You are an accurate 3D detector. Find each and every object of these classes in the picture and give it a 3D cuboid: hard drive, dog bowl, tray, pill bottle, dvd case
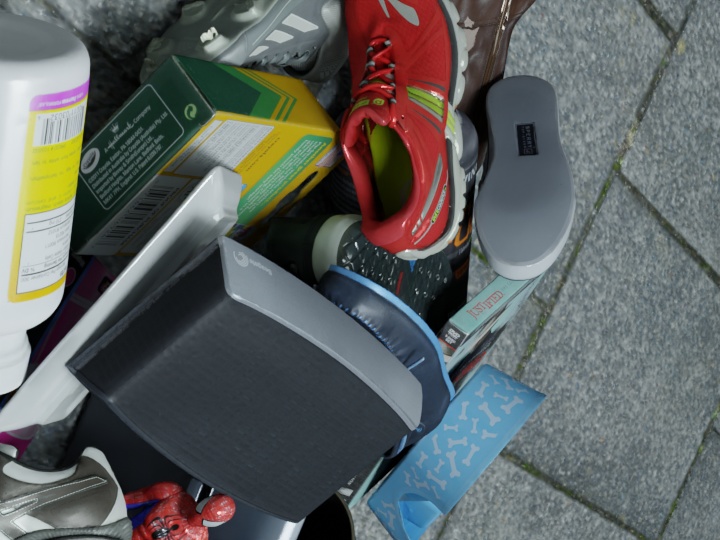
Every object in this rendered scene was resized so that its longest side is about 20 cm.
[{"bbox_3d":[-0.059,0.072,1.296,0.135,0.042,0.200,-40,134,13],"label":"hard drive"},{"bbox_3d":[0.063,0.131,1.574,0.111,0.050,0.200,-47,175,-28],"label":"dog bowl"},{"bbox_3d":[-0.135,0.022,1.300,0.200,0.022,0.107,-49,177,2],"label":"tray"},{"bbox_3d":[-0.210,-0.035,1.222,0.104,0.104,0.200,-19,126,-52],"label":"pill bottle"},{"bbox_3d":[0.056,0.078,1.593,0.146,0.022,0.200,-37,163,-53],"label":"dvd case"},{"bbox_3d":[0.029,-0.054,1.586,0.106,0.106,0.200,-34,136,-43],"label":"pill bottle"}]

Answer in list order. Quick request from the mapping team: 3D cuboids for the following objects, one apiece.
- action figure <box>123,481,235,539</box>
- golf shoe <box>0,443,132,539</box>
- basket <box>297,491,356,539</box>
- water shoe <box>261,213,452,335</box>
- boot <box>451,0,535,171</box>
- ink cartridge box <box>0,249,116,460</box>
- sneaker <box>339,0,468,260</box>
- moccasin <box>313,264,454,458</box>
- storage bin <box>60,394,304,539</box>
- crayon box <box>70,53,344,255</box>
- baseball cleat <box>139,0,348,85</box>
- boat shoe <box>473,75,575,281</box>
[{"bbox_3d":[-0.162,0.178,1.361,0.066,0.200,0.052,67,18,6],"label":"action figure"},{"bbox_3d":[-0.236,0.150,1.303,0.078,0.200,0.095,125,-41,-64],"label":"golf shoe"},{"bbox_3d":[-0.064,0.246,1.615,0.180,0.136,0.200,-29,151,1],"label":"basket"},{"bbox_3d":[0.000,0.000,1.497,0.200,0.079,0.072,38,65,-61],"label":"water shoe"},{"bbox_3d":[0.106,-0.161,1.675,0.186,0.064,0.200,-11,117,-40],"label":"boot"},{"bbox_3d":[-0.223,0.067,1.341,0.200,0.037,0.095,-57,149,-12],"label":"ink cartridge box"},{"bbox_3d":[0.021,-0.107,1.397,0.085,0.077,0.200,3,77,-59],"label":"sneaker"},{"bbox_3d":[0.014,0.067,1.406,0.068,0.080,0.200,-54,147,-14],"label":"moccasin"},{"bbox_3d":[-0.106,0.094,1.442,0.146,0.134,0.200,20,91,-60],"label":"storage bin"},{"bbox_3d":[-0.096,-0.066,1.371,0.126,0.052,0.200,-43,162,18],"label":"crayon box"},{"bbox_3d":[-0.057,-0.146,1.413,0.200,0.070,0.107,-46,131,-31],"label":"baseball cleat"},{"bbox_3d":[0.120,-0.055,1.591,0.200,0.073,0.065,-79,169,-45],"label":"boat shoe"}]
